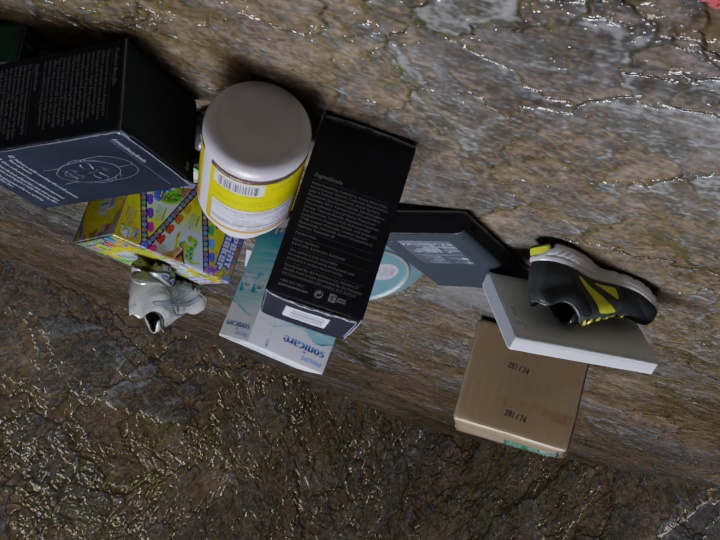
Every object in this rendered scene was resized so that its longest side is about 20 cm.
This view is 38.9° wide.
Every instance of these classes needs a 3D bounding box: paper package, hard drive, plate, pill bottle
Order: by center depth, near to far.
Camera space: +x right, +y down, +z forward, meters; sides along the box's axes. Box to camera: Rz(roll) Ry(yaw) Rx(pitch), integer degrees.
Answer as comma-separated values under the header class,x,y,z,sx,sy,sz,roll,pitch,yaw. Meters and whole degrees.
class,x,y,z,sx,sy,sz,roll,pitch,yaw
pill bottle,-0.117,-0.107,1.081,0.109,0.109,0.200,19,157,-4
hard drive,0.262,0.066,1.285,0.200,0.026,0.132,12,-147,-18
hard drive,0.117,-0.024,1.321,0.139,0.033,0.200,2,160,34
plate,0.000,0.000,1.414,0.200,0.026,0.200,-5,147,-3
paper package,0.273,0.201,1.728,0.200,0.191,0.103,14,167,13

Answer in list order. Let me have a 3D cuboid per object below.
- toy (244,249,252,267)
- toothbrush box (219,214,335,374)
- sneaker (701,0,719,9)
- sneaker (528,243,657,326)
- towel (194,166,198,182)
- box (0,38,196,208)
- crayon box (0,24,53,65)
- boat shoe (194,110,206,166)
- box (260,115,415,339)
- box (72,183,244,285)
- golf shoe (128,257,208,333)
class,x,y,z,sx,sy,sz,roll,pitch,yaw
toy,-0.084,-0.013,1.650,0.200,0.047,0.115,16,164,-4
toothbrush box,-0.097,0.034,1.508,0.146,0.200,0.085,26,168,-36
sneaker,0.178,-0.187,0.478,0.098,0.071,0.200,9,163,46
sneaker,0.279,0.036,1.257,0.200,0.085,0.074,24,167,-23
towel,-0.297,-0.165,1.355,0.200,0.023,0.152,26,166,-33
box,-0.299,-0.151,1.092,0.200,0.107,0.148,-6,161,18
crayon box,-0.439,-0.228,1.156,0.200,0.052,0.126,4,164,14
boat shoe,-0.185,-0.146,1.198,0.067,0.057,0.200,27,165,-33
box,-0.027,-0.041,1.093,0.104,0.200,0.148,19,169,-4
box,-0.303,-0.066,1.558,0.192,0.122,0.200,25,165,-29
golf shoe,-0.304,0.052,1.570,0.078,0.097,0.200,10,168,21
